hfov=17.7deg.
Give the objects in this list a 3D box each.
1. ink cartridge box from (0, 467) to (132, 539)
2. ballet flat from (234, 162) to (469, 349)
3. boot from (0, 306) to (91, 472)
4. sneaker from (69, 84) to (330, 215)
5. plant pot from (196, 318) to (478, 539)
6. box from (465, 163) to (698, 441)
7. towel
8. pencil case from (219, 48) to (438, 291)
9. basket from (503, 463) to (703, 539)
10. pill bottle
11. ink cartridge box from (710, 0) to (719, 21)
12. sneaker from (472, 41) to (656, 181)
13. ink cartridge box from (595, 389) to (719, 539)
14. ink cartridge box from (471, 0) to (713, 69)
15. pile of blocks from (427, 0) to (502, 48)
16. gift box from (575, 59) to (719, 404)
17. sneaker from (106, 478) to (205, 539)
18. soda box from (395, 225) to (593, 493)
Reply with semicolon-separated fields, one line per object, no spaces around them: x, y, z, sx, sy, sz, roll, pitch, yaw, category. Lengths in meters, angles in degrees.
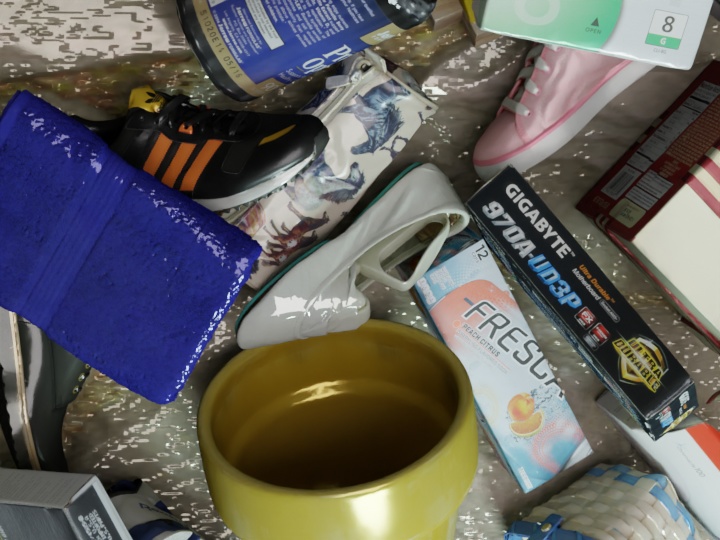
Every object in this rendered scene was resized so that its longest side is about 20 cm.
-0.211;0.229;1.636;0.047;0.199;0.199;-44;116;-36;ink cartridge box
0.000;0.000;1.650;0.200;0.069;0.070;-40;114;-20;ballet flat
-0.195;0.066;1.656;0.137;0.077;0.202;-14;111;-16;boot
-0.120;-0.088;1.585;0.199;0.070;0.090;-13;114;29;sneaker
-0.009;0.167;1.684;0.199;0.201;0.190;-15;126;-11;plant pot
0.159;0.027;1.647;0.046;0.159;0.200;-40;76;1;box
-0.178;-0.015;1.567;0.199;0.050;0.148;33;115;-1;towel
-0.038;-0.071;1.649;0.200;0.078;0.089;-48;139;3;pencil case
0.179;0.262;1.772;0.200;0.139;0.177;-45;116;-29;basket
-0.018;-0.201;1.562;0.199;0.112;0.112;-22;114;20;pill bottle
0.317;-0.231;1.634;0.084;0.200;0.145;40;94;-25;ink cartridge box
0.142;-0.159;1.678;0.200;0.075;0.105;-39;108;-1;sneaker
0.273;0.168;1.746;0.057;0.200;0.163;-40;113;2;ink cartridge box
0.177;-0.248;1.581;0.160;0.050;0.201;9;115;-15;ink cartridge box
0.047;-0.241;1.619;0.062;0.082;0.201;-24;112;-7;pile of blocks
0.279;-0.020;1.707;0.187;0.185;0.200;43;96;-14;gift box
-0.144;0.213;1.712;0.080;0.115;0.200;-42;144;-9;sneaker
0.098;0.063;1.734;0.063;0.068;0.201;-31;111;-4;soda box
